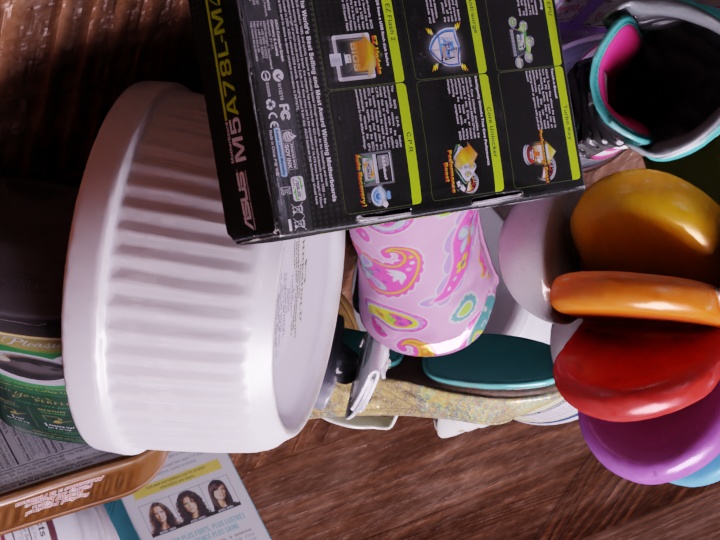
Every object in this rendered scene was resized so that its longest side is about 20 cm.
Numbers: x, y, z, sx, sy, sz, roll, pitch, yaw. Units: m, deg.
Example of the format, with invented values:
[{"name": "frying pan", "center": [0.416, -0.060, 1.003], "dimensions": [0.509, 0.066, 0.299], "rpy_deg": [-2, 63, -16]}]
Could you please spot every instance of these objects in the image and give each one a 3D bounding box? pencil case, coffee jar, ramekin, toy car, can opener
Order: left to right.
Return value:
[{"name": "coffee jar", "center": [-0.174, 0.024, 1.203], "dimensions": [0.104, 0.086, 0.200], "rpy_deg": [9, 155, 6]}, {"name": "ramekin", "center": [-0.076, 0.004, 1.128], "dimensions": [0.105, 0.201, 0.200], "rpy_deg": [8, 158, 11]}, {"name": "can opener", "center": [0.000, 0.000, 1.285], "dimensions": [0.067, 0.200, 0.053], "rpy_deg": [17, 141, -10]}, {"name": "pencil case", "center": [0.032, -0.036, 1.159], "dimensions": [0.087, 0.088, 0.200], "rpy_deg": [-24, 145, -12]}, {"name": "toy car", "center": [0.170, 0.043, 1.182], "dimensions": [0.175, 0.150, 0.200], "rpy_deg": [0, 144, 29]}]

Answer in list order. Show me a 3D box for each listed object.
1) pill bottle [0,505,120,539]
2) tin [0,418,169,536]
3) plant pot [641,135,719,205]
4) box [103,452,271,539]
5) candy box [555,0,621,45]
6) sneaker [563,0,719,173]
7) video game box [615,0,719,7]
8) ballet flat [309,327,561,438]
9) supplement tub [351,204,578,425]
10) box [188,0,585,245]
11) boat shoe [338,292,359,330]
[{"name": "pill bottle", "center": [-0.259, 0.198, 1.436], "dimensions": [0.200, 0.113, 0.113], "rpy_deg": [-9, 149, -37]}, {"name": "tin", "center": [-0.208, 0.099, 1.303], "dimensions": [0.200, 0.112, 0.042], "rpy_deg": [-16, 143, -29]}, {"name": "plant pot", "center": [0.256, -0.093, 1.335], "dimensions": [0.200, 0.193, 0.200], "rpy_deg": [-24, 156, -11]}, {"name": "box", "center": [-0.119, 0.161, 1.409], "dimensions": [0.082, 0.200, 0.049], "rpy_deg": [-18, 154, -24]}, {"name": "candy box", "center": [0.094, -0.141, 1.213], "dimensions": [0.168, 0.072, 0.200], "rpy_deg": [1, 142, -48]}, {"name": "sneaker", "center": [0.130, -0.089, 1.096], "dimensions": [0.200, 0.084, 0.121], "rpy_deg": [-16, 177, 28]}, {"name": "video game box", "center": [0.201, -0.225, 1.111], "dimensions": [0.200, 0.047, 0.183], "rpy_deg": [-2, 120, -46]}, {"name": "ballet flat", "center": [0.033, 0.072, 1.315], "dimensions": [0.199, 0.071, 0.071], "rpy_deg": [5, 155, 6]}, {"name": "supplement tub", "center": [0.094, 0.024, 1.444], "dimensions": [0.145, 0.145, 0.200], "rpy_deg": [-37, 155, 18]}, {"name": "box", "center": [0.010, -0.122, 1.013], "dimensions": [0.193, 0.201, 0.047], "rpy_deg": [-11, -179, -39]}, {"name": "boat shoe", "center": [-0.080, 0.029, 1.365], "dimensions": [0.069, 0.071, 0.200], "rpy_deg": [-14, 156, 38]}]
